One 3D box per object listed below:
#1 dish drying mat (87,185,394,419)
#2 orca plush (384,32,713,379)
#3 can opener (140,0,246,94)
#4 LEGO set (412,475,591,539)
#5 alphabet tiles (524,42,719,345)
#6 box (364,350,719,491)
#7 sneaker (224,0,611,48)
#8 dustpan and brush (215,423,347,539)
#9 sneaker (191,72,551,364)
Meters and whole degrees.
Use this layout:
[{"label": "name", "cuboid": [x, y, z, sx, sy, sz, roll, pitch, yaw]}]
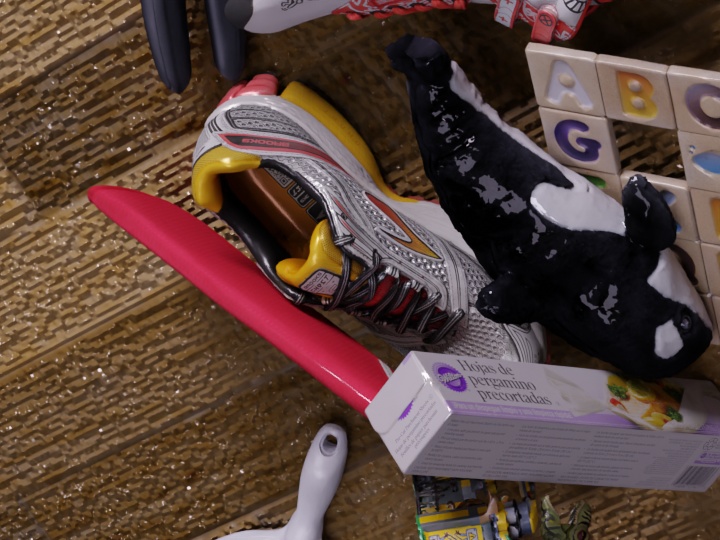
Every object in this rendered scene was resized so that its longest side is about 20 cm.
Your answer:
[{"label": "dish drying mat", "cuboid": [-0.039, 0.019, 1.247, 0.200, 0.077, 0.018, 38, 100, 30]}, {"label": "orca plush", "cuboid": [0.075, -0.013, 1.183, 0.105, 0.071, 0.200, -4, 132, 43]}, {"label": "can opener", "cuboid": [-0.081, -0.170, 1.211, 0.063, 0.079, 0.201, -14, 121, 1]}, {"label": "LEGO set", "cuboid": [0.089, 0.142, 1.250, 0.115, 0.200, 0.155, -10, 96, 1]}, {"label": "alphabet tiles", "cuboid": [0.174, -0.020, 1.167, 0.199, 0.008, 0.168, 12, 140, 29]}, {"label": "box", "cuboid": [0.091, 0.068, 1.200, 0.042, 0.199, 0.039, -55, 49, 28]}, {"label": "sneaker", "cuboid": [0.038, -0.129, 1.174, 0.201, 0.067, 0.108, -34, 99, 31]}, {"label": "dustpan and brush", "cuboid": [-0.039, 0.164, 1.391, 0.139, 0.057, 0.201, 21, 131, 8]}, {"label": "sneaker", "cuboid": [0.000, 0.000, 1.255, 0.200, 0.082, 0.078, 38, 125, -2]}]
